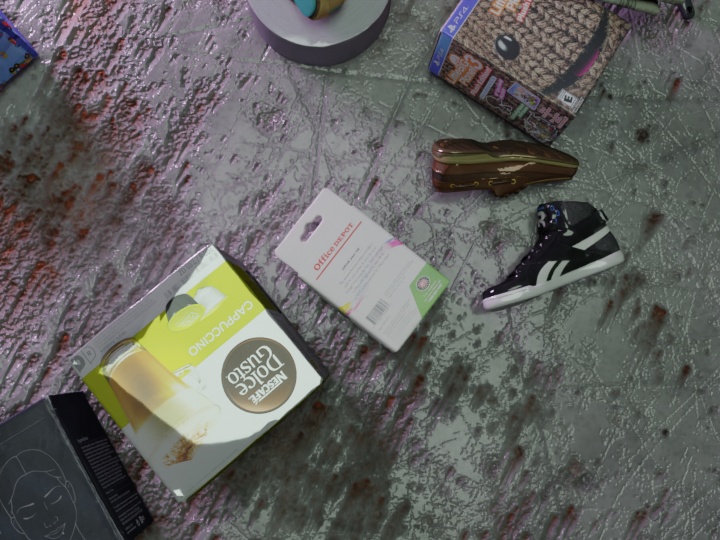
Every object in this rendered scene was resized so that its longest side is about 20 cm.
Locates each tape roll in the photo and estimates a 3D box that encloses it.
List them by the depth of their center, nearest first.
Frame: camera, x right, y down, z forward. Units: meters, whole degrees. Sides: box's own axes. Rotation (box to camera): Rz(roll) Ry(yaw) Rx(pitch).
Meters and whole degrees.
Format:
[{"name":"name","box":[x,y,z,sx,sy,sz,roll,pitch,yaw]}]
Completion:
[{"name":"tape roll","box":[-0.056,-0.385,0.987,0.199,0.066,0.202,0,84,0]}]

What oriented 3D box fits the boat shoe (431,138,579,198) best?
[{"name":"boat shoe","box":[0.189,-0.133,0.968,0.199,0.072,0.068,1,117,-9]}]

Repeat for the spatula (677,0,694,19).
[{"name":"spatula","box":[0.418,-0.442,1.023,0.056,0.021,0.201,-24,85,-6]}]

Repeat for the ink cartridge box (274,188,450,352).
[{"name":"ink cartridge box","box":[0.000,0.000,0.942,0.200,0.067,0.117,38,85,2]}]

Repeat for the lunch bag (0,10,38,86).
[{"name":"lunch bag","box":[-0.560,-0.322,0.968,0.150,0.094,0.200,-42,77,-2]}]

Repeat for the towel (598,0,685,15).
[{"name":"towel","box":[0.322,-0.429,0.956,0.199,0.035,0.194,1,69,-20]}]

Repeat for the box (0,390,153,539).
[{"name":"box","box":[-0.394,0.281,0.876,0.199,0.124,0.197,-30,86,-4]}]

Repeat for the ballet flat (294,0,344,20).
[{"name":"ballet flat","box":[-0.089,-0.408,0.934,0.063,0.069,0.201,-29,87,-32]}]

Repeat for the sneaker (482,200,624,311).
[{"name":"sneaker","box":[0.233,-0.026,0.953,0.199,0.073,0.112,-20,81,-11]}]

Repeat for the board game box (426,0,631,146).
[{"name":"board game box","box":[0.217,-0.293,0.955,0.199,0.097,0.160,33,76,2]}]

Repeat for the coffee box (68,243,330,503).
[{"name":"coffee box","box":[-0.172,0.116,0.860,0.199,0.200,0.198,-39,86,-4]}]
